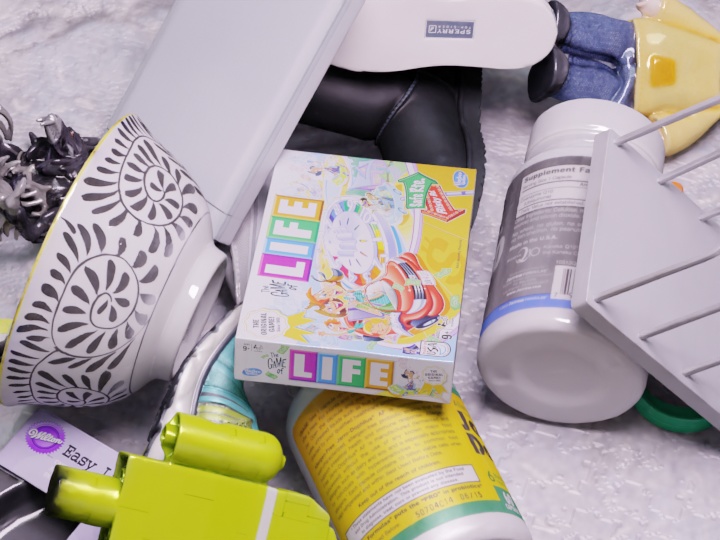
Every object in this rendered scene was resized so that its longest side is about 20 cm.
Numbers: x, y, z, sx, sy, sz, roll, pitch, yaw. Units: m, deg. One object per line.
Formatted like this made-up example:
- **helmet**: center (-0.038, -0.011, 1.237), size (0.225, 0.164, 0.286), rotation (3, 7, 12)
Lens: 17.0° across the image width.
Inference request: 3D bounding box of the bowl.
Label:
- **bowl**: center (-0.144, 0.012, 1.516), size (0.094, 0.201, 0.201), rotation (24, 55, 4)

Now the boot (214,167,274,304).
- **boot**: center (-0.100, -0.027, 1.637), size (0.095, 0.074, 0.201), rotation (-4, 45, 1)

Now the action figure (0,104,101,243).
- **action figure**: center (-0.253, -0.063, 1.630), size (0.199, 0.102, 0.119), rotation (-26, 47, -19)

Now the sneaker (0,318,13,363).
- **sneaker**: center (-0.306, 0.057, 1.553), size (0.199, 0.076, 0.077), rotation (-13, 55, -14)

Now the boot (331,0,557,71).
- **boot**: center (0.032, -0.182, 1.666), size (0.199, 0.073, 0.090), rotation (6, 22, -16)

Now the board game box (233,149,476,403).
- **board game box**: center (0.000, 0.000, 1.516), size (0.133, 0.034, 0.201), rotation (6, 38, 3)

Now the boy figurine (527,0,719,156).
- **boy figurine**: center (0.219, -0.137, 1.718), size (0.199, 0.064, 0.125), rotation (9, 80, -15)

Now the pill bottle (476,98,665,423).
- **pill bottle**: center (0.146, -0.010, 1.602), size (0.113, 0.114, 0.201), rotation (10, 53, 4)

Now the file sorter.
- **file sorter**: center (0.249, 0.000, 1.527), size (0.200, 0.124, 0.139), rotation (37, 47, -31)

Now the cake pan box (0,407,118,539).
- **cake pan box**: center (-0.177, 0.199, 1.470), size (0.199, 0.052, 0.184), rotation (29, 55, 18)

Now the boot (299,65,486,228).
- **boot**: center (0.002, -0.105, 1.663), size (0.162, 0.073, 0.199), rotation (18, 45, -16)

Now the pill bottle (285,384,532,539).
- **pill bottle**: center (0.020, 0.117, 1.501), size (0.112, 0.113, 0.201), rotation (-17, 55, -15)

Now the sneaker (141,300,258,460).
- **sneaker**: center (-0.091, 0.109, 1.483), size (0.079, 0.078, 0.201), rotation (23, 55, -6)

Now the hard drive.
- **hard drive**: center (-0.085, -0.135, 1.596), size (0.132, 0.027, 0.201), rotation (35, 99, 36)

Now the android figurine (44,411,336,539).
- **android figurine**: center (-0.093, 0.179, 1.397), size (0.199, 0.041, 0.183), rotation (17, 85, -15)

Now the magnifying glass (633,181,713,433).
- **magnifying glass**: center (0.215, 0.023, 1.641), size (0.079, 0.022, 0.201), rotation (2, 55, -1)
